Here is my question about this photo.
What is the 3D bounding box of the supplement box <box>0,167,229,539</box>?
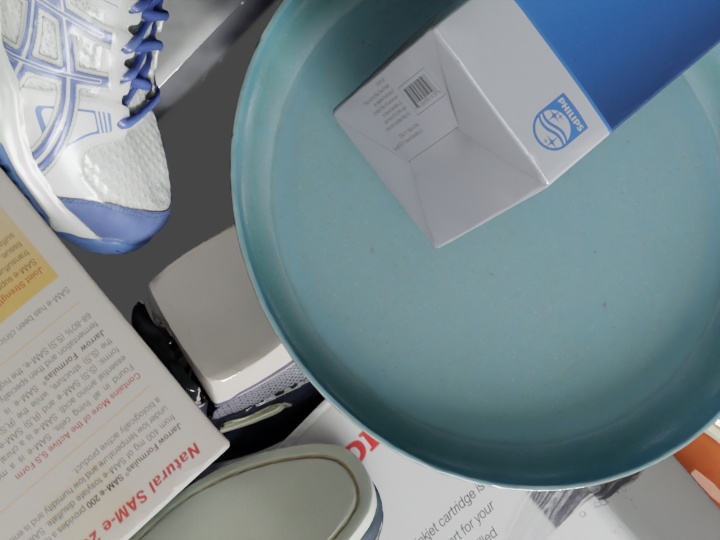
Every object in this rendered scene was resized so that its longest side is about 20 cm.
[{"bbox_3d":[-0.160,0.032,0.750,0.126,0.073,0.200,-40,91,-26],"label":"supplement box"}]

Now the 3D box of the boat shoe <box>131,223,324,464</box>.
[{"bbox_3d":[0.000,0.000,0.835,0.199,0.075,0.093,-28,157,-15],"label":"boat shoe"}]

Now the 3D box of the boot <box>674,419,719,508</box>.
[{"bbox_3d":[0.130,0.091,0.889,0.200,0.075,0.107,42,105,-14],"label":"boot"}]

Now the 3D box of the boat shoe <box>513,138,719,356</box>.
[{"bbox_3d":[0.068,-0.030,0.768,0.199,0.074,0.067,38,62,-5],"label":"boat shoe"}]

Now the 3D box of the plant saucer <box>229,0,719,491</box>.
[{"bbox_3d":[0.051,-0.026,0.708,0.198,0.027,0.202,3,78,-14],"label":"plant saucer"}]

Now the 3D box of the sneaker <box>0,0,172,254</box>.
[{"bbox_3d":[-0.097,-0.097,0.754,0.087,0.075,0.201,-11,117,18],"label":"sneaker"}]

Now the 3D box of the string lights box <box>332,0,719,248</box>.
[{"bbox_3d":[0.093,-0.097,0.666,0.200,0.103,0.059,-39,93,-19],"label":"string lights box"}]

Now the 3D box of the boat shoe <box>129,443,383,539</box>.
[{"bbox_3d":[-0.067,0.142,0.793,0.200,0.075,0.062,-41,133,5],"label":"boat shoe"}]

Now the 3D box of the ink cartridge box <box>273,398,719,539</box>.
[{"bbox_3d":[0.061,0.123,0.816,0.200,0.084,0.146,50,119,9],"label":"ink cartridge box"}]
